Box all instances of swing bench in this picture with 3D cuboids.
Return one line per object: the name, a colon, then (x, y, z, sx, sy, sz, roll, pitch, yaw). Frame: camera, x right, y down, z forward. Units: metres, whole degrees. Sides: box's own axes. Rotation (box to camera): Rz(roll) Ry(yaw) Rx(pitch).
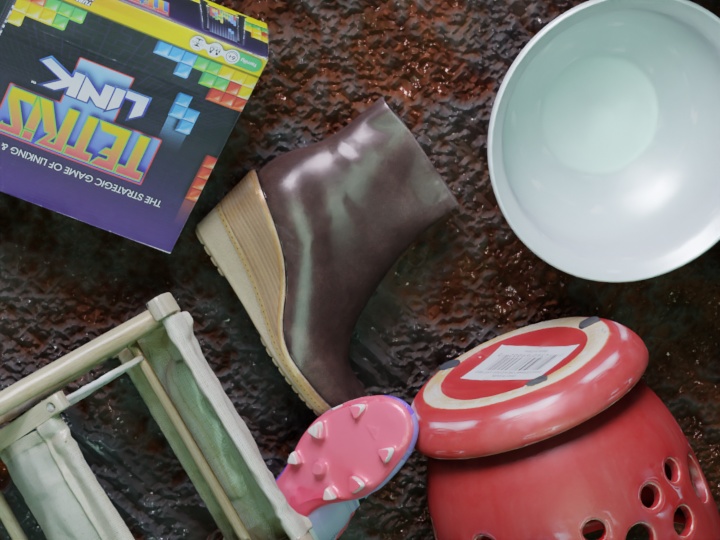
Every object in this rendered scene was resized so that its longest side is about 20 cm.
swing bench: (-0.159, 0.149, 1.418, 0.200, 0.130, 0.199, -30, 88, -3)

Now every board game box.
board game box: (-0.183, -0.120, 1.370, 0.199, 0.057, 0.166, 20, 119, -16)

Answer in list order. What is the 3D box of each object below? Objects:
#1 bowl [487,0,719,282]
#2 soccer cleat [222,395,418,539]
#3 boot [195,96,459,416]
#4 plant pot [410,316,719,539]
bowl: (0.175, -0.100, 1.446, 0.200, 0.090, 0.202, -3, 109, -9)
soccer cleat: (-0.020, 0.151, 1.476, 0.200, 0.076, 0.067, -47, 67, 30)
boot: (0.000, 0.000, 1.456, 0.166, 0.072, 0.200, -31, 107, 3)
plant pot: (0.135, 0.145, 1.466, 0.200, 0.200, 0.183, -24, 106, -2)
